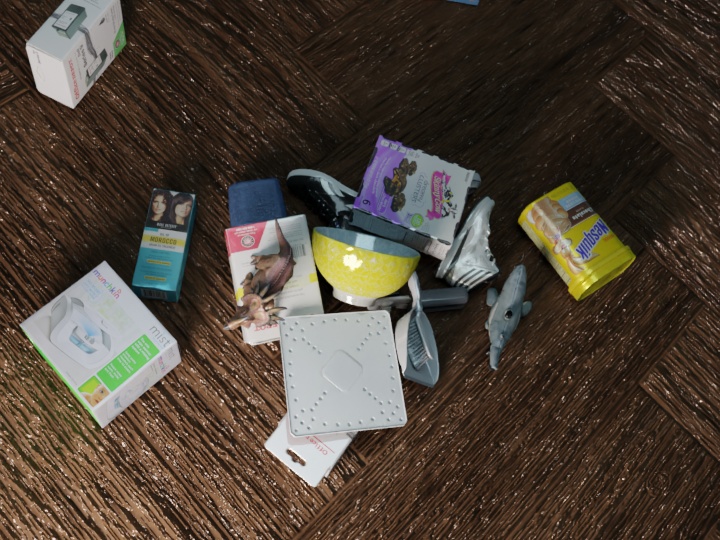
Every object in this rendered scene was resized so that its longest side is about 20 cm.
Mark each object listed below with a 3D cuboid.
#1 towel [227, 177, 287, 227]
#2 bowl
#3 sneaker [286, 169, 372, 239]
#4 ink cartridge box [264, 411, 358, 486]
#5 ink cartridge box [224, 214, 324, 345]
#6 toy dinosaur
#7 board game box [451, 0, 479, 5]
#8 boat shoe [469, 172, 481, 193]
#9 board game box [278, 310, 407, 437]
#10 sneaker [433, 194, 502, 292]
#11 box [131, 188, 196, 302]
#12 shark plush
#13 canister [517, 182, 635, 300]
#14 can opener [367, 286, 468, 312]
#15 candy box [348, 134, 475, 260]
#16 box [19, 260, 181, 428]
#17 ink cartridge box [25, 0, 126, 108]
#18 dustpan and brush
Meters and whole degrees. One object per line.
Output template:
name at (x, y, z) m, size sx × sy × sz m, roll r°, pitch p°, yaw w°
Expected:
towel at (-0.188, -0.075, 1.501) m, size 0.109 × 0.049 × 0.204 m, roll -5°, pitch 66°, yaw -14°
bowl at (0.000, 0.000, 1.408) m, size 0.196 × 0.200 × 0.110 m, roll 13°, pitch 100°, yaw -3°
sneaker at (-0.064, -0.113, 1.527) m, size 0.196 × 0.073 × 0.113 m, roll 22°, pitch 60°, yaw 0°
ink cartridge box at (-0.063, 0.259, 1.343) m, size 0.115 × 0.067 × 0.201 m, roll 36°, pitch 63°, yaw 9°
ink cartridge box at (-0.152, 0.016, 1.402) m, size 0.142 × 0.083 × 0.205 m, roll -10°, pitch 90°, yaw -14°
toy dinosaur at (-0.146, 0.018, 1.290) m, size 0.085 × 0.135 × 0.203 m, roll 24°, pitch 82°, yaw -10°
board game box at (0.214, -0.733, 1.905) m, size 0.149 × 0.041 × 0.204 m, roll 7°, pitch 63°, yaw -6°
boat shoe at (0.155, -0.137, 1.579) m, size 0.196 × 0.072 × 0.067 m, roll -17°, pitch 71°, yaw -16°
board game box at (-0.033, 0.171, 1.336) m, size 0.195 × 0.026 × 0.204 m, roll -3°, pitch 66°, yaw -15°
sneaker at (0.234, -0.042, 1.544) m, size 0.114 × 0.076 × 0.202 m, roll 31°, pitch 72°, yaw 6°
box at (-0.357, -0.048, 1.459) m, size 0.080 × 0.049 × 0.204 m, roll 7°, pitch 63°, yaw -6°
shark plush at (0.259, 0.087, 1.475) m, size 0.090 × 0.084 × 0.201 m, roll 31°, pitch 63°, yaw 7°
canister at (0.424, -0.061, 1.577) m, size 0.147 × 0.087 × 0.201 m, roll -28°, pitch 69°, yaw -21°
can opener at (0.103, 0.048, 1.485) m, size 0.195 × 0.053 × 0.068 m, roll -1°, pitch 67°, yaw -10°
candy box at (0.097, -0.138, 1.497) m, size 0.196 × 0.072 × 0.170 m, roll 20°, pitch 66°, yaw 1°
box at (-0.429, 0.122, 1.337) m, size 0.176 × 0.097 × 0.200 m, roll -40°, pitch 74°, yaw -22°
ink cartridge box at (-0.556, -0.446, 1.573) m, size 0.083 × 0.147 × 0.202 m, roll 25°, pitch 63°, yaw 3°
dustpan and brush at (0.099, 0.095, 1.414) m, size 0.056 × 0.139 × 0.204 m, roll -26°, pitch 64°, yaw 21°
